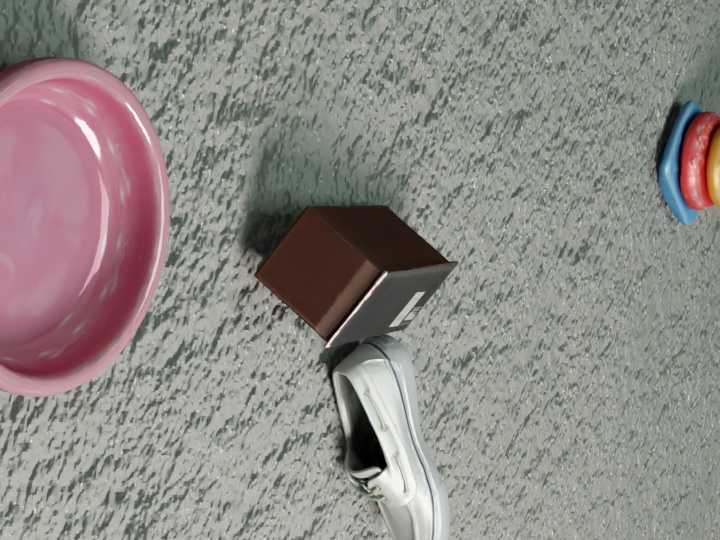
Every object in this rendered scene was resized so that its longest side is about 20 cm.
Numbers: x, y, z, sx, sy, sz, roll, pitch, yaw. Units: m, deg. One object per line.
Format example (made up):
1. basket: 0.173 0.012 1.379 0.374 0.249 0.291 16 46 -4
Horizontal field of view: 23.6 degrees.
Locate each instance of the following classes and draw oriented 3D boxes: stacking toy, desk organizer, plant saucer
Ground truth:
1. stacking toy: 0.429 -0.110 1.844 0.110 0.200 0.116 -64 143 -26
2. desk organizer: 0.000 0.000 1.309 0.072 0.077 0.200 -51 168 13
3. plant saucer: -0.194 -0.027 1.026 0.200 0.051 0.201 -21 115 -55

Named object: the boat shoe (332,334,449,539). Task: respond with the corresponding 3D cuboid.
1. boat shoe: 0.015 0.151 1.390 0.067 0.073 0.200 -27 110 -36
